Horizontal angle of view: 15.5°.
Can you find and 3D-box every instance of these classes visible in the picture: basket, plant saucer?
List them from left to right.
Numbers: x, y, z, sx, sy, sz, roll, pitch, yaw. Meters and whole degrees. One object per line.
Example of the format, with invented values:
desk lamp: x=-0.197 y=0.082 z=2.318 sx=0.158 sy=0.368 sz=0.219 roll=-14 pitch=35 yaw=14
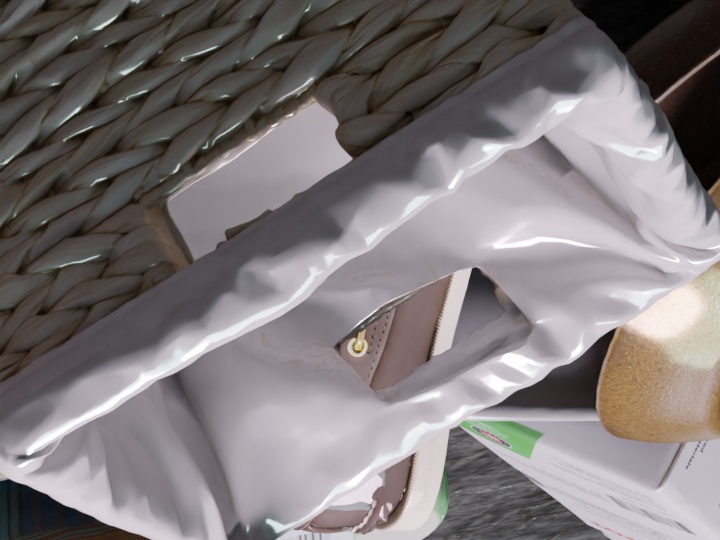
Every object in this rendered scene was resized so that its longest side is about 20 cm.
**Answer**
basket: x=-0.024 y=-0.036 z=0.780 sx=0.198 sy=0.161 sz=0.200 roll=-33 pitch=159 yaw=6
plant saucer: x=0.135 y=-0.058 z=0.999 sx=0.200 sy=0.037 sz=0.200 roll=-31 pitch=157 yaw=-14
plant saucer: x=0.174 y=-0.001 z=1.026 sx=0.200 sy=0.035 sz=0.200 roll=-37 pitch=153 yaw=-22

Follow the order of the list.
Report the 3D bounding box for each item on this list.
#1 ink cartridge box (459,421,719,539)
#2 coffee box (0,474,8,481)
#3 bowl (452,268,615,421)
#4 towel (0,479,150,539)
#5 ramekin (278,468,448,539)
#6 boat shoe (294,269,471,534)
ink cartridge box: x=0.141 y=0.079 z=1.264 sx=0.146 sy=0.084 sz=0.200 roll=21 pitch=169 yaw=36
coffee box: x=-0.185 y=0.043 z=1.064 sx=0.080 sy=0.114 sz=0.200 roll=-1 pitch=159 yaw=-29
bowl: x=0.022 y=0.015 z=1.102 sx=0.201 sy=0.090 sz=0.201 roll=2 pitch=179 yaw=0
towel: x=-0.104 y=0.096 z=0.915 sx=0.147 sy=0.022 sz=0.200 roll=-8 pitch=-171 yaw=-8
ramekin: x=-0.050 y=0.096 z=1.332 sx=0.200 sy=0.098 sz=0.200 roll=-11 pitch=162 yaw=-4
boat shoe: x=0.000 y=0.000 z=0.951 sx=0.060 sy=0.200 sz=0.072 roll=-1 pitch=-162 yaw=-25
